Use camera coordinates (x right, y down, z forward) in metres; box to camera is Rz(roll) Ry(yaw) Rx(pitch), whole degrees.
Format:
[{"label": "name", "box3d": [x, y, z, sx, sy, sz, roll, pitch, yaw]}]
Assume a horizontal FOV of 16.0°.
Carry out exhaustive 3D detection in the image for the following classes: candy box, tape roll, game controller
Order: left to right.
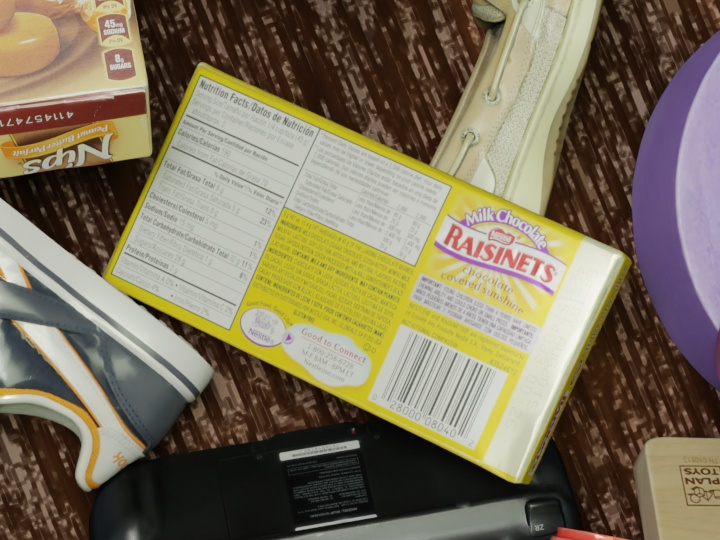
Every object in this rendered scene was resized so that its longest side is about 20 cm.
[{"label": "candy box", "box3d": [-0.155, -0.133, 1.024, 0.115, 0.055, 0.200, -8, 62, -8]}, {"label": "game controller", "box3d": [-0.011, 0.105, 1.048, 0.199, 0.104, 0.042, -9, 124, -5]}, {"label": "candy box", "box3d": [0.000, 0.000, 1.047, 0.200, 0.026, 0.102, 25, 89, 17]}, {"label": "tape roll", "box3d": [0.221, -0.028, 1.086, 0.199, 0.085, 0.201, 0, 87, -6]}]

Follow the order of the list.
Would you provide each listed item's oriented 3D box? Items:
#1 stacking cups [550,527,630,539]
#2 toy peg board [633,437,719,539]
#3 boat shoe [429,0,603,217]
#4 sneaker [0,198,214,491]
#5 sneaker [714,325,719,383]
[{"label": "stacking cups", "box3d": [0.080, 0.202, 0.991, 0.060, 0.061, 0.201, 14, 84, -6]}, {"label": "toy peg board", "box3d": [0.208, 0.178, 1.023, 0.199, 0.098, 0.200, 3, 55, -12]}, {"label": "boat shoe", "box3d": [0.059, -0.084, 1.078, 0.063, 0.073, 0.201, 14, 94, -3]}, {"label": "sneaker", "box3d": [-0.160, 0.009, 1.041, 0.200, 0.078, 0.079, 39, 82, -2]}, {"label": "sneaker", "box3d": [0.207, -0.033, 1.008, 0.088, 0.080, 0.201, 14, 91, -10]}]
